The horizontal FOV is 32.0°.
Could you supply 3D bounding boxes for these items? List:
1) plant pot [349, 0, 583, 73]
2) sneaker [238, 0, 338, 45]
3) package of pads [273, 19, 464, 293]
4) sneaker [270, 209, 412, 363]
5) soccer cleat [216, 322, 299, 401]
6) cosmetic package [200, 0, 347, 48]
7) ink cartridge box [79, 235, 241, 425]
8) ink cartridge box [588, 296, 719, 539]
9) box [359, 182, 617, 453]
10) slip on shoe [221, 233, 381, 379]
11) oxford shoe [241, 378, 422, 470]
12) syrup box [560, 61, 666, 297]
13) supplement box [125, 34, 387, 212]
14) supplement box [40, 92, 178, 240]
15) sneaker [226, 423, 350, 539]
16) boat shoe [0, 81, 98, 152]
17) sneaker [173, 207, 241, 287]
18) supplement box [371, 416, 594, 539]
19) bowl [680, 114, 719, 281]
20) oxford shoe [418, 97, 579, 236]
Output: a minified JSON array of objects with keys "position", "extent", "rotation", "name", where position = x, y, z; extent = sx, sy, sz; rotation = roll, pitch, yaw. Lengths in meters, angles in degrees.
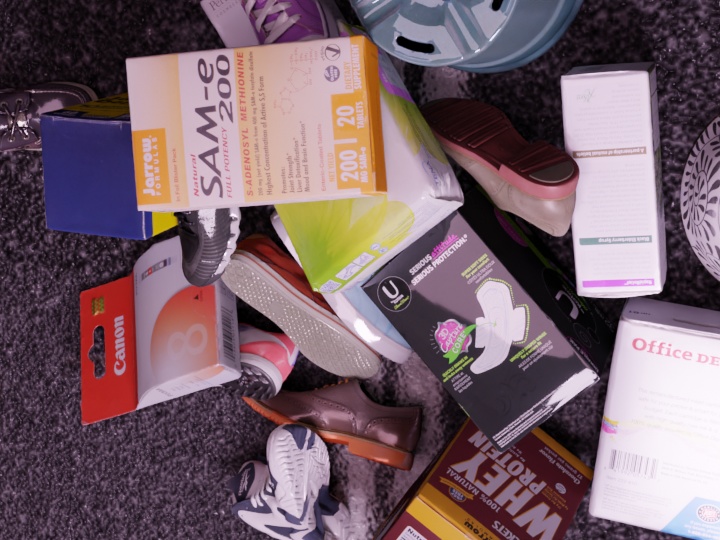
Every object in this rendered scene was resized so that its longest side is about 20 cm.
[{"position":[0.086,-0.260,1.075],"extent":[0.198,0.196,0.202],"rotation":[5,106,17],"name":"plant pot"},{"position":[-0.094,-0.245,1.079],"extent":[0.072,0.114,0.202],"rotation":[-36,62,24],"name":"sneaker"},{"position":[-0.011,-0.102,1.110],"extent":[0.154,0.068,0.201],"rotation":[-37,67,26],"name":"package of pads"},{"position":[0.000,0.000,1.244],"extent":[0.082,0.074,0.200],"rotation":[-38,98,12],"name":"sneaker"},{"position":[-0.153,0.085,1.332],"extent":[0.199,0.073,0.069],"rotation":[7,134,34],"name":"soccer cleat"},{"position":[-0.056,-0.203,1.207],"extent":[0.101,0.074,0.201],"rotation":[-32,94,23],"name":"cosmetic package"},{"position":[-0.222,0.056,1.302],"extent":[0.198,0.050,0.164],"rotation":[-17,62,19],"name":"ink cartridge box"},{"position":[0.301,0.137,1.170],"extent":[0.143,0.085,0.202],"rotation":[11,109,16],"name":"ink cartridge box"},{"position":[0.123,0.036,1.168],"extent":[0.124,0.149,0.200],"rotation":[-40,90,23],"name":"box"},{"position":[-0.053,0.036,1.272],"extent":[0.200,0.061,0.074],"rotation":[41,138,-12],"name":"slip on shoe"},{"position":[-0.028,0.144,1.307],"extent":[0.198,0.071,0.074],"rotation":[17,83,16],"name":"oxford shoe"},{"position":[0.231,-0.083,1.136],"extent":[0.081,0.079,0.202],"rotation":[-1,104,19],"name":"syrup box"},{"position":[-0.083,-0.117,1.023],"extent":[0.198,0.074,0.127],"rotation":[-4,92,10],"name":"supplement box"},{"position":[-0.207,-0.109,1.213],"extent":[0.108,0.200,0.111],"rotation":[6,107,19],"name":"supplement box"},{"position":[-0.094,0.222,1.307],"extent":[0.128,0.080,0.200],"rotation":[9,147,25],"name":"sneaker"},{"position":[-0.372,-0.158,1.331],"extent":[0.198,0.065,0.073],"rotation":[-2,103,19],"name":"boat shoe"},{"position":[-0.151,-0.078,1.129],"extent":[0.066,0.090,0.202],"rotation":[36,122,42],"name":"sneaker"},{"position":[0.094,0.262,1.198],"extent":[0.132,0.197,0.201],"rotation":[38,124,6],"name":"supplement box"},{"position":[0.376,-0.052,1.088],"extent":[0.199,0.094,0.203],"rotation":[5,107,17],"name":"bowl"},{"position":[0.119,-0.095,1.150],"extent":[0.200,0.070,0.075],"rotation":[43,150,43],"name":"oxford shoe"}]
